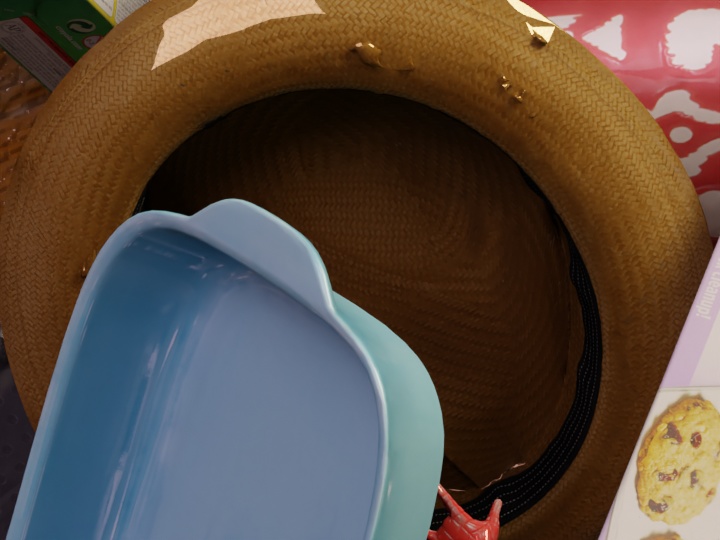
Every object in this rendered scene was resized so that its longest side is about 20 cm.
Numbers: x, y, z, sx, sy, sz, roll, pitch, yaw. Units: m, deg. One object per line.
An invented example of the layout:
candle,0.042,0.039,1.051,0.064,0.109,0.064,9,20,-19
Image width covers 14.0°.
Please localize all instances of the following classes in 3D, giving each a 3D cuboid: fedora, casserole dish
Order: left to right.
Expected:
casserole dish,-0.037,0.079,0.726,0.121,0.039,0.200,31,112,41
fedora,0.000,0.000,0.794,0.200,0.201,0.082,-27,21,11

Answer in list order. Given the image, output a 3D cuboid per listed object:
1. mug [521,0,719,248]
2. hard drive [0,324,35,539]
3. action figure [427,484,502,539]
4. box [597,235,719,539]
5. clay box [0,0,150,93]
mug,0.047,-0.056,0.863,0.200,0.178,0.134,-3,68,19
hard drive,-0.043,0.075,0.836,0.200,0.042,0.135,13,61,-14
action figure,0.025,0.138,0.746,0.099,0.065,0.200,36,85,24
box,0.085,0.055,0.713,0.041,0.039,0.200,19,63,14
clay box,-0.089,-0.158,1.002,0.048,0.115,0.200,-10,62,21
